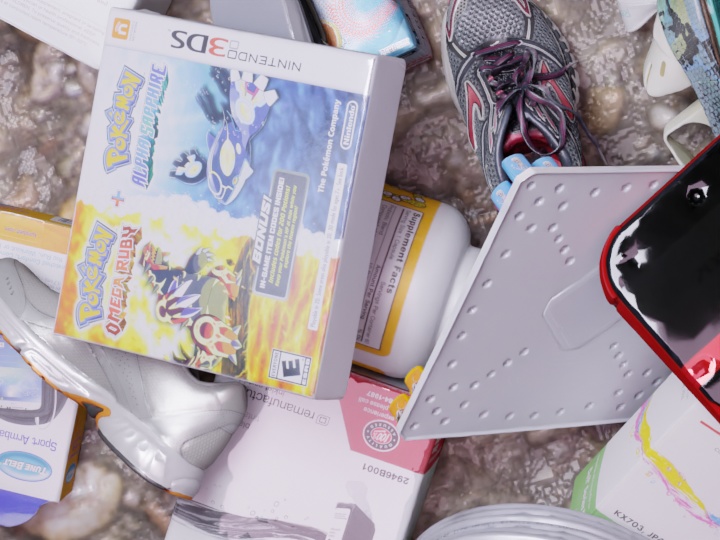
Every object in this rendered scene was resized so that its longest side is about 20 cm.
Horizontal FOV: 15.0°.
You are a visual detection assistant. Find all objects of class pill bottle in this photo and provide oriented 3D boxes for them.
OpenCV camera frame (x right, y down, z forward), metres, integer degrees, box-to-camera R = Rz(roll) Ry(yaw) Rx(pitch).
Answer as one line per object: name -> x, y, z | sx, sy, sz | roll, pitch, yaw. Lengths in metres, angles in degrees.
pill bottle -> 0.000, 0.000, 1.680 | 0.199, 0.113, 0.113 | 18, 98, 6

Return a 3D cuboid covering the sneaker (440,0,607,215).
sneaker -> 0.099, -0.098, 1.648 | 0.080, 0.075, 0.200 | -20, 61, 3

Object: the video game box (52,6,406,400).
video game box -> -0.078, -0.041, 1.586 | 0.182, 0.047, 0.201 | 12, 94, 28

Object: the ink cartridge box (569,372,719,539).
ink cartridge box -> 0.224, 0.114, 1.633 | 0.117, 0.067, 0.200 | 31, 127, -9

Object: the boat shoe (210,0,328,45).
boat shoe -> -0.034, -0.090, 1.621 | 0.068, 0.057, 0.201 | -18, 81, 26

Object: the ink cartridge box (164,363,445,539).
ink cartridge box -> -0.039, 0.149, 1.715 | 0.144, 0.084, 0.201 | 19, 99, 6

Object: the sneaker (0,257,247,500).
sneaker -> -0.146, 0.048, 1.678 | 0.200, 0.076, 0.092 | 42, 90, 20

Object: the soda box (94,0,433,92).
soda box -> -0.060, -0.122, 1.695 | 0.199, 0.068, 0.064 | -25, 84, 9

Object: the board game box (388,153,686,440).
board game box -> 0.131, 0.013, 1.611 | 0.026, 0.199, 0.200 | 54, 133, 38

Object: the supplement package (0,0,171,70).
supplement package -> -0.152, -0.238, 1.675 | 0.117, 0.117, 0.200 | 27, 99, 5

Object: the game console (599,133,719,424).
game console -> 0.251, -0.007, 1.527 | 0.200, 0.031, 0.177 | -43, 79, 3

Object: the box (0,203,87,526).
box -> -0.231, 0.060, 1.755 | 0.119, 0.041, 0.201 | 13, 100, 6

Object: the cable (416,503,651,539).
cable -> 0.112, 0.222, 1.666 | 0.200, 0.069, 0.200 | 41, 133, -16

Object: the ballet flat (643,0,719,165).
ballet flat -> 0.206, -0.104, 1.638 | 0.074, 0.074, 0.200 | -22, 115, 9

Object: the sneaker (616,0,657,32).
sneaker -> 0.251, -0.179, 1.657 | 0.199, 0.075, 0.089 | 0, 105, 15
